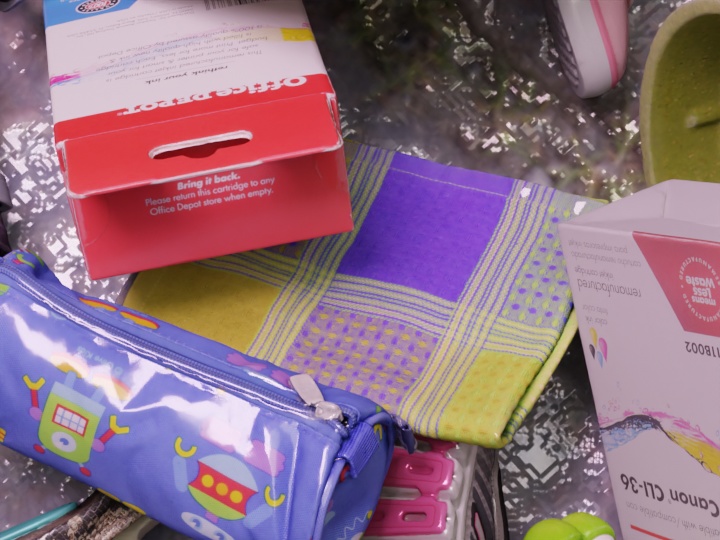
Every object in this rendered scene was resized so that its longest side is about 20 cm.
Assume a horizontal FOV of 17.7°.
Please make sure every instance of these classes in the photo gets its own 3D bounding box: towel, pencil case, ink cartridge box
[{"bbox_3d":[0.000,0.000,1.009,0.199,0.023,0.144,17,55,23],"label":"towel"},{"bbox_3d":[-0.081,0.058,0.945,0.199,0.087,0.078,23,38,14],"label":"pencil case"},{"bbox_3d":[0.158,0.070,0.954,0.067,0.116,0.201,-21,106,-28],"label":"ink cartridge box"},{"bbox_3d":[-0.070,-0.062,0.985,0.115,0.200,0.068,-11,121,-3],"label":"ink cartridge box"}]

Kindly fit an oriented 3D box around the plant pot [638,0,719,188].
[{"bbox_3d":[0.250,-0.047,1.002,0.183,0.200,0.201,-20,77,-18],"label":"plant pot"}]

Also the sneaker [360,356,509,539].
[{"bbox_3d":[0.025,0.142,0.985,0.073,0.087,0.201,-3,64,26],"label":"sneaker"}]

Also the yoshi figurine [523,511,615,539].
[{"bbox_3d":[0.114,0.200,0.946,0.111,0.112,0.201,-9,91,10],"label":"yoshi figurine"}]

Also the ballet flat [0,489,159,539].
[{"bbox_3d":[-0.108,0.115,1.007,0.200,0.068,0.075,-35,89,-13],"label":"ballet flat"}]

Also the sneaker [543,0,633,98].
[{"bbox_3d":[0.126,-0.183,1.077,0.104,0.075,0.201,-9,72,2],"label":"sneaker"}]

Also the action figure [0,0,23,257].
[{"bbox_3d":[-0.197,-0.096,1.044,0.130,0.069,0.201,-17,73,25],"label":"action figure"}]
